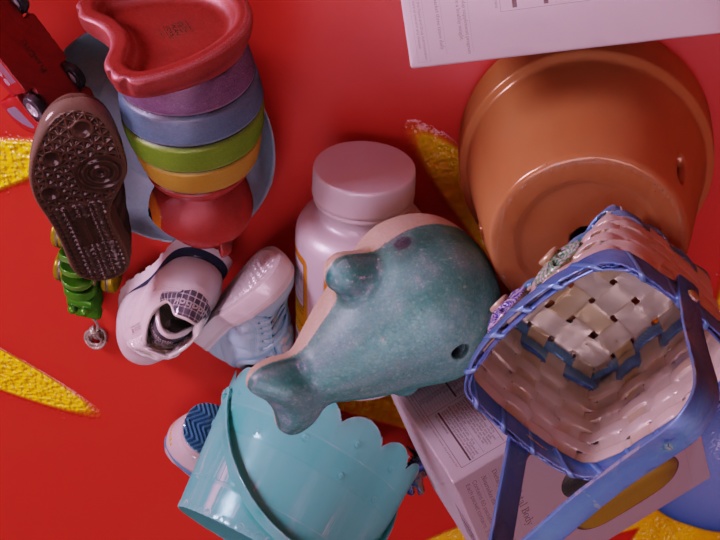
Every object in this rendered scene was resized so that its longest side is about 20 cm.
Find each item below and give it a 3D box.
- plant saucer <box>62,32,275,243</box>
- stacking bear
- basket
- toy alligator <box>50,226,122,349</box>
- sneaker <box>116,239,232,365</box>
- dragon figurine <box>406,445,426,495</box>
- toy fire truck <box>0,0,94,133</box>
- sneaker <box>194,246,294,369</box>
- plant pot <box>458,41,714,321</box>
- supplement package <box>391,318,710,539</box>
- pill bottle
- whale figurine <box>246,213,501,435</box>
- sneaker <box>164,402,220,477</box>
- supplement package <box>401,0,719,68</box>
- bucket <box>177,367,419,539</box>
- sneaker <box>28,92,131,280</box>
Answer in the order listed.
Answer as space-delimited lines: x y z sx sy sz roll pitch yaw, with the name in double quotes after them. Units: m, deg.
-0.163 -0.117 0.796 0.198 0.039 0.203 5 126 7 "plant saucer"
-0.125 -0.100 0.712 0.112 0.122 0.202 -20 139 -17 "stacking bear"
0.144 0.070 0.590 0.138 0.201 0.177 33 124 -13 "basket"
-0.260 0.014 0.899 0.058 0.055 0.202 12 127 3 "toy alligator"
-0.185 0.048 0.876 0.076 0.081 0.200 20 144 -19 "sneaker"
0.082 0.145 0.922 0.098 0.059 0.202 4 127 8 "dragon figurine"
-0.302 -0.188 0.727 0.140 0.049 0.201 2 134 49 "toy fire truck"
-0.084 0.040 0.847 0.081 0.075 0.200 34 155 -11 "sneaker"
0.165 -0.060 0.707 0.197 0.141 0.202 6 126 8 "plant pot"
0.151 0.126 0.785 0.198 0.151 0.153 -29 123 -6 "supplement package"
0.000 0.000 0.801 0.109 0.112 0.202 7 127 6 "pill bottle"
0.017 0.052 0.697 0.199 0.104 0.160 -36 135 -9 "whale figurine"
-0.115 0.212 1.009 0.199 0.077 0.081 38 141 -16 "sneaker"
0.127 -0.213 0.620 0.197 0.114 0.111 -3 124 14 "supplement package"
-0.060 0.199 0.881 0.205 0.136 0.208 24 159 10 "bucket"
-0.216 -0.075 0.734 0.069 0.076 0.201 -7 147 -15 "sneaker"
